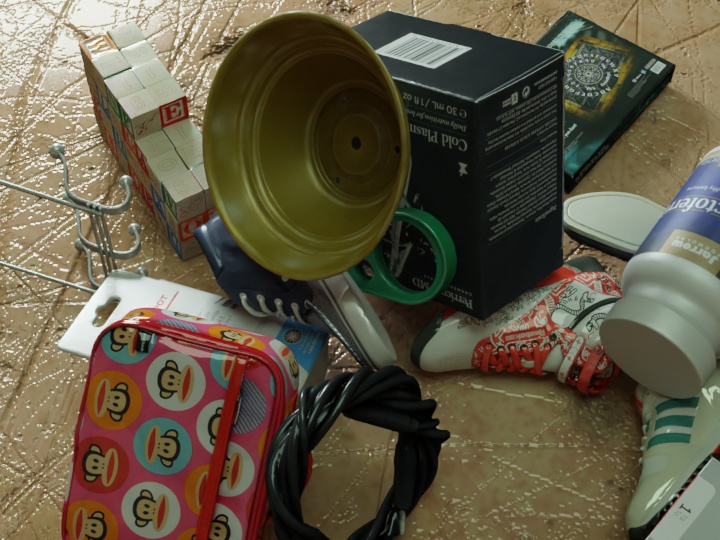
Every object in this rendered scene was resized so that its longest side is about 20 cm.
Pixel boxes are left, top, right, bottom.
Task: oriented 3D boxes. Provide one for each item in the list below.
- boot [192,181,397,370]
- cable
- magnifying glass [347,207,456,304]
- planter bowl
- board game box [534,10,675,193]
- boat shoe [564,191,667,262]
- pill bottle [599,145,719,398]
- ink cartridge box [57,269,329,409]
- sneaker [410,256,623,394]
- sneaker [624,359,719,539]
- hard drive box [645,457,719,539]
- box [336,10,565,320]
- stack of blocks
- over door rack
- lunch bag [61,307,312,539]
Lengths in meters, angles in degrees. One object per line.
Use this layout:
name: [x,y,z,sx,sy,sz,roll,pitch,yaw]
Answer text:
boot: [-0.055,0.019,1.014,0.090,0.073,0.200,-37,66,4]
cable: [0.001,0.149,0.907,0.163,0.201,0.051,-44,47,-18]
magnifying glass: [0.000,0.000,1.044,0.022,0.199,0.080,-28,98,-44]
planter bowl: [-0.024,-0.097,0.956,0.200,0.201,0.083,40,28,25]
board game box: [0.214,-0.178,1.262,0.135,0.028,0.200,34,60,21]
boat shoe: [0.279,-0.023,1.128,0.199,0.062,0.075,8,52,1]
pill bottle: [0.287,0.000,1.012,0.115,0.116,0.200,31,66,20]
ink cartridge box: [-0.137,0.079,1.021,0.199,0.067,0.116,16,40,10]
sneaker: [0.151,0.064,1.055,0.200,0.067,0.108,-21,54,-19]
sneaker: [0.256,0.141,1.012,0.093,0.071,0.200,22,56,36]
hard drive box: [0.207,0.247,0.839,0.077,0.201,0.156,37,60,23]
box: [0.063,-0.095,1.048,0.199,0.198,0.124,22,41,39]
stack of blocks: [-0.190,-0.123,1.154,0.058,0.115,0.200,-25,58,-19]
over door rack: [-0.287,-0.044,1.072,0.199,0.148,0.067,7,55,3]
lunch bag: [-0.123,0.139,0.923,0.175,0.201,0.082,13,10,5]
